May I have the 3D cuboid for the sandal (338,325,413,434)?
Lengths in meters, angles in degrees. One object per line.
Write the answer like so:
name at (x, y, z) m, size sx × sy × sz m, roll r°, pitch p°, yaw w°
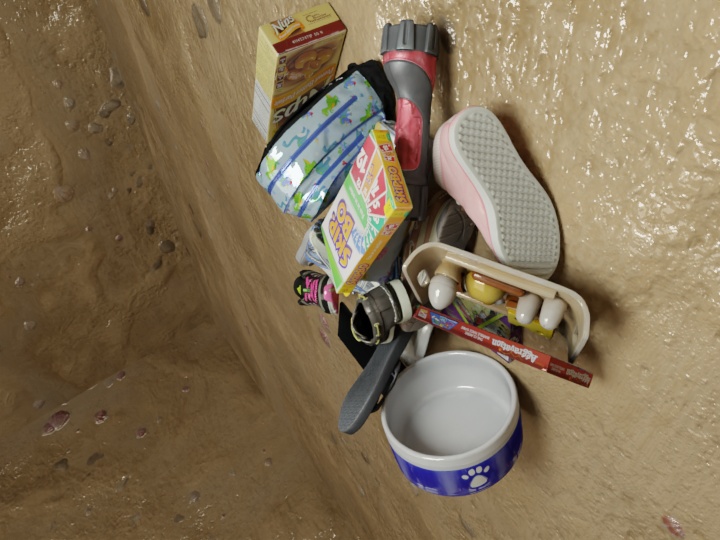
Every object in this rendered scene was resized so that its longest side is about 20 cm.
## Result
sandal at (0.035, 0.154, 0.817) m, size 0.043 × 0.202 × 0.076 m, roll 39°, pitch 160°, yaw -16°

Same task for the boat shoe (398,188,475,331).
boat shoe at (0.090, -0.013, 0.737) m, size 0.072 × 0.074 × 0.204 m, roll 45°, pitch 125°, yaw 44°

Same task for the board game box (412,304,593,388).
board game box at (0.161, 0.086, 0.652) m, size 0.101 × 0.020 × 0.198 m, roll 21°, pitch 179°, yaw -39°

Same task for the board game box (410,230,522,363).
board game box at (0.145, 0.029, 0.778) m, size 0.199 × 0.032 × 0.122 m, roll 38°, pitch 151°, yaw 45°

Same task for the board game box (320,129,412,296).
board game box at (-0.003, -0.055, 0.633) m, size 0.201 × 0.029 × 0.098 m, roll 123°, pitch 138°, yaw -55°

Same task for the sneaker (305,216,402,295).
sneaker at (0.000, 0.000, 0.850) m, size 0.198 × 0.078 × 0.085 m, roll 36°, pitch 139°, yaw -9°

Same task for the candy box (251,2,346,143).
candy box at (-0.097, -0.286, 0.824) m, size 0.056 × 0.114 × 0.201 m, roll 55°, pitch 157°, yaw 12°

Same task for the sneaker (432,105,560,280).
sneaker at (0.144, -0.081, 0.607) m, size 0.203 × 0.074 × 0.105 m, roll 59°, pitch 174°, yaw -14°

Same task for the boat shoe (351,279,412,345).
boat shoe at (0.015, 0.066, 0.766) m, size 0.202 × 0.059 × 0.073 m, roll 117°, pitch 131°, yaw -69°

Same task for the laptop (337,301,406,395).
laptop at (0.047, 0.150, 1.031) m, size 0.178 × 0.198 × 0.104 m, roll 50°, pitch 117°, yaw 26°

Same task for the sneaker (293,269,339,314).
sneaker at (-0.083, 0.038, 1.032) m, size 0.200 × 0.085 × 0.076 m, roll -147°, pitch 60°, yaw -83°

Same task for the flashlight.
flashlight at (0.048, -0.159, 0.606) m, size 0.068 × 0.066 × 0.207 m, roll -27°, pitch -57°, yaw -79°

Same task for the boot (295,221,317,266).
boot at (-0.077, -0.025, 1.144) m, size 0.096 × 0.073 × 0.200 m, roll 50°, pitch 163°, yaw 5°

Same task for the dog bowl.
dog bowl at (0.132, 0.213, 0.795) m, size 0.199 × 0.198 × 0.080 m, roll 28°, pitch 145°, yaw 52°

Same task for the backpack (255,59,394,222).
backpack at (-0.052, -0.167, 0.757) m, size 0.157 × 0.197 × 0.163 m, roll 60°, pitch 157°, yaw -4°

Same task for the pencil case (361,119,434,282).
pencil case at (0.028, -0.087, 0.713) m, size 0.089 × 0.083 × 0.205 m, roll 25°, pitch 112°, yaw 14°

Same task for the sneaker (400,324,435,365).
sneaker at (0.076, 0.106, 0.917) m, size 0.083 × 0.074 × 0.201 m, roll 27°, pitch 155°, yaw 5°

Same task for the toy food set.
toy food set at (0.148, 0.045, 0.613) m, size 0.196 × 0.062 × 0.144 m, roll 23°, pitch 167°, yaw 22°
